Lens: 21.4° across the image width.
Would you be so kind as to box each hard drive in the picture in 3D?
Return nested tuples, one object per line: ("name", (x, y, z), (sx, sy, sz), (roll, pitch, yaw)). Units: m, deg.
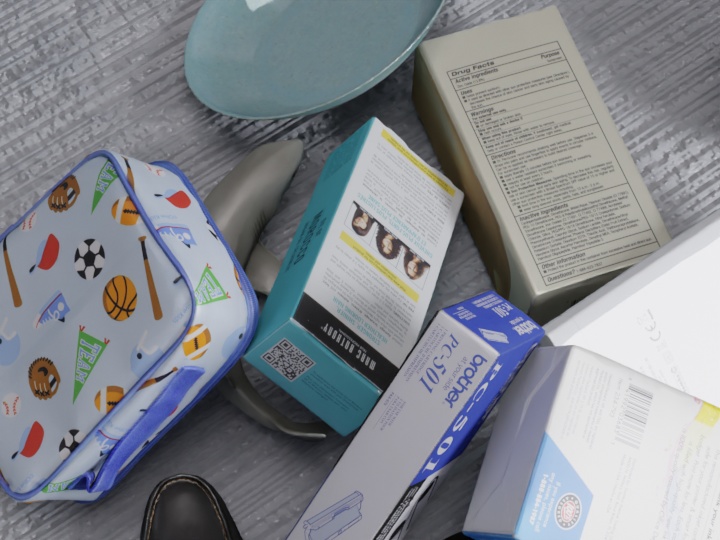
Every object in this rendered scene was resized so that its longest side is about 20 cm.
("hard drive", (0.217, 0.042, 1.168), (0.200, 0.027, 0.132), (-32, 104, -16))

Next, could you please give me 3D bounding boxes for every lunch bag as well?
("lunch bag", (-0.158, 0.040, 1.123), (0.200, 0.076, 0.160), (-47, 61, 23))

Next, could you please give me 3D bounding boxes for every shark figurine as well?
("shark figurine", (-0.084, 0.020, 1.173), (0.128, 0.090, 0.215), (-14, 67, 7))

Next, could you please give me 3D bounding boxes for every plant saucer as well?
("plant saucer", (-0.022, -0.165, 1.273), (0.201, 0.039, 0.201), (-18, 44, 18))

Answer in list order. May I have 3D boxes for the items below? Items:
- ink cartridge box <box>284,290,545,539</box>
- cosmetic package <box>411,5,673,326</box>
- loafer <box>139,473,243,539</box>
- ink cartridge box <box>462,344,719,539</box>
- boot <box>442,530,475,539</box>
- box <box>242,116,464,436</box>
("ink cartridge box", (0.022, 0.107, 1.070), (0.044, 0.094, 0.200), (37, 108, 14))
("cosmetic package", (0.115, -0.064, 1.233), (0.105, 0.071, 0.200), (-15, 64, -11))
("loafer", (-0.091, 0.204, 1.088), (0.073, 0.072, 0.200), (-10, 62, -5))
("ink cartridge box", (0.171, 0.132, 1.098), (0.200, 0.067, 0.116), (24, 75, -20))
("boot", (0.038, 0.216, 1.102), (0.200, 0.074, 0.076), (-37, 99, -24))
("box", (0.000, 0.000, 1.156), (0.082, 0.049, 0.200), (40, 40, -16))
